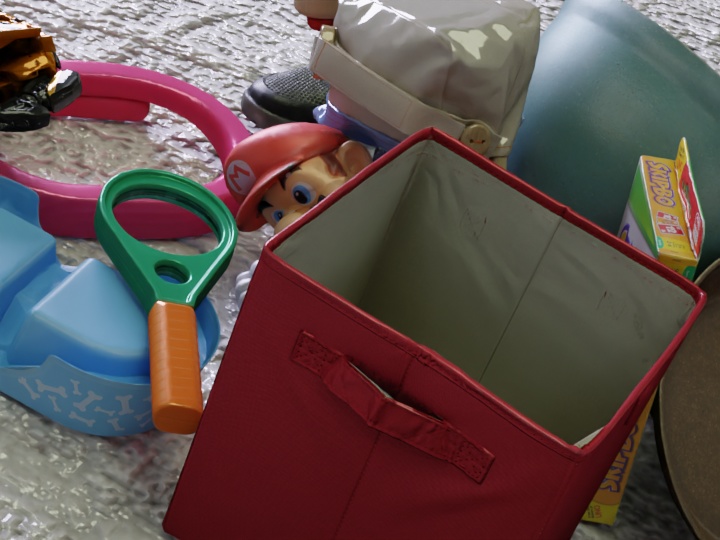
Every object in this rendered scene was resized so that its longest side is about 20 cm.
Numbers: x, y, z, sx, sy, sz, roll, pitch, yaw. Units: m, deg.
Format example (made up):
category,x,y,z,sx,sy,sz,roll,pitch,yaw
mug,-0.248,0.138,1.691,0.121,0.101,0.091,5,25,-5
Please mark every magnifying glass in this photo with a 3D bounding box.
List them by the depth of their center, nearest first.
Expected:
category,x,y,z,sx,sy,sz,roll,pitch,yaw
magnifying glass,-0.100,0.011,0.860,0.079,0.023,0.201,12,33,-18

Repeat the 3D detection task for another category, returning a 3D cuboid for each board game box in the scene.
category,x,y,z,sx,sy,sz,roll,pitch,yaw
board game box,0.148,0.033,0.899,0.030,0.201,0.096,10,34,-5

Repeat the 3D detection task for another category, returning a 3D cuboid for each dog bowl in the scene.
category,x,y,z,sx,sy,sz,roll,pitch,yaw
dog bowl,-0.171,0.018,0.867,0.199,0.050,0.112,27,33,8

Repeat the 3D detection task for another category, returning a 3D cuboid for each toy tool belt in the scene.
category,x,y,z,sx,sy,sz,roll,pitch,yaw
toy tool belt,0.022,-0.107,0.974,0.124,0.124,0.200,-16,29,-30

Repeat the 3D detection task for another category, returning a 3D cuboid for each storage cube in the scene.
category,x,y,z,sx,sy,sz,roll,pitch,yaw
storage cube,0.037,0.069,0.803,0.170,0.181,0.200,32,33,14

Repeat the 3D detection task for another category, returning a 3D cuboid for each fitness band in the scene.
category,x,y,z,sx,sy,sz,roll,pitch,yaw
fitness band,-0.160,-0.076,1.019,0.198,0.038,0.144,-1,40,-30

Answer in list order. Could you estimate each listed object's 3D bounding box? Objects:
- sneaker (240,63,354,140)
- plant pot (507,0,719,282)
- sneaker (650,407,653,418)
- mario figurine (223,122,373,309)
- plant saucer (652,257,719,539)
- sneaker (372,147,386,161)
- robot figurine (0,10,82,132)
category,x,y,z,sx,sy,sz,roll,pitch,yaw
sneaker,0.008,-0.148,1.148,0.198,0.115,0.076,-7,39,-35
plant pot,0.158,-0.054,0.998,0.200,0.134,0.200,44,0,0
sneaker,0.231,0.045,1.063,0.078,0.075,0.201,28,40,-10
mario figurine,0.000,0.000,0.927,0.200,0.124,0.106,40,-7,2
plant saucer,0.233,0.086,0.946,0.199,0.037,0.202,6,79,-34
sneaker,0.045,-0.054,1.057,0.078,0.066,0.201,12,50,-6
robot figurine,-0.257,-0.100,0.924,0.199,0.059,0.144,-26,33,-33
